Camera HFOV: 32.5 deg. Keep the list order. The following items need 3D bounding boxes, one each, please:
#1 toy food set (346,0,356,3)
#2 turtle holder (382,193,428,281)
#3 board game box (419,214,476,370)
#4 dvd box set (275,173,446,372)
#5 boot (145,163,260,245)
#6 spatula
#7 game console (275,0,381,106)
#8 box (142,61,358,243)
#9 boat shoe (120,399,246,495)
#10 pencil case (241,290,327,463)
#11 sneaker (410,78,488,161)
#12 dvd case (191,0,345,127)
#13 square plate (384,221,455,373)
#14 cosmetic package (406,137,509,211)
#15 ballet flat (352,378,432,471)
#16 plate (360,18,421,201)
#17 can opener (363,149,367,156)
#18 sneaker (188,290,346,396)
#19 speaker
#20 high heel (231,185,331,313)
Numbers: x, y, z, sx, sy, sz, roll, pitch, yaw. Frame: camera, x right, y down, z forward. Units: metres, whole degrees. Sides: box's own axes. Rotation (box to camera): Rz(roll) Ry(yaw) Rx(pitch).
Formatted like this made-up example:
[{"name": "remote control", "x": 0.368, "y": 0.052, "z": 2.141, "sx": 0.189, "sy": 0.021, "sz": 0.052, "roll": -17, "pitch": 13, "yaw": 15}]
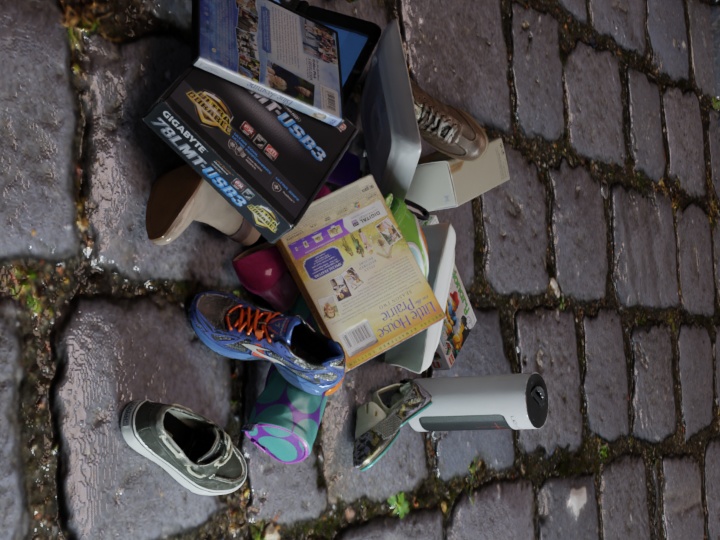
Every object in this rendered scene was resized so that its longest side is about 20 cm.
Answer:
[{"name": "toy food set", "x": -0.034, "y": -0.472, "z": 1.695, "sx": 0.198, "sy": 0.048, "sz": 0.201, "roll": 53, "pitch": 43, "yaw": -41}, {"name": "turtle holder", "x": 0.008, "y": -0.004, "z": 1.587, "sx": 0.132, "sy": 0.141, "sz": 0.186, "roll": 52, "pitch": 57, "yaw": -18}, {"name": "board game box", "x": 0.112, "y": 0.034, "z": 1.869, "sx": 0.126, "sy": 0.034, "sz": 0.201, "roll": -56, "pitch": 131, "yaw": -47}, {"name": "dvd box set", "x": -0.004, "y": 0.002, "z": 1.488, "sx": 0.146, "sy": 0.029, "sz": 0.201, "roll": -28, "pitch": 88, "yaw": -20}, {"name": "boot", "x": -0.164, "y": -0.076, "z": 1.408, "sx": 0.146, "sy": 0.070, "sz": 0.201, "roll": 53, "pitch": 44, "yaw": -44}, {"name": "spatula", "x": 0.021, "y": -0.114, "z": 1.698, "sx": 0.200, "sy": 0.021, "sz": 0.057, "roll": 27, "pitch": 56, "yaw": -34}, {"name": "game console", "x": -0.083, "y": -0.298, "z": 1.524, "sx": 0.171, "sy": 0.118, "sz": 0.200, "roll": 58, "pitch": 40, "yaw": -36}, {"name": "box", "x": -0.117, "y": -0.163, "z": 1.383, "sx": 0.200, "sy": 0.050, "sz": 0.199, "roll": 44, "pitch": 44, "yaw": -13}, {"name": "boat shoe", "x": -0.177, "y": 0.198, "z": 1.350, "sx": 0.200, "sy": 0.063, "sz": 0.071, "roll": 40, "pitch": 53, "yaw": -49}, {"name": "pencil case", "x": -0.078, "y": 0.125, "z": 1.492, "sx": 0.085, "sy": 0.092, "sz": 0.201, "roll": 48, "pitch": 48, "yaw": -41}, {"name": "sneaker", "x": 0.088, "y": -0.216, "z": 1.754, "sx": 0.071, "sy": 0.200, "sz": 0.076, "roll": -59, "pitch": 168, "yaw": 23}, {"name": "dvd case", "x": -0.104, "y": -0.255, "z": 1.408, "sx": 0.199, "sy": 0.018, "sz": 0.143, "roll": 20, "pitch": 50, "yaw": -32}, {"name": "square plate", "x": 0.083, "y": 0.037, "z": 1.674, "sx": 0.028, "sy": 0.200, "sz": 0.199, "roll": 11, "pitch": 88, "yaw": -12}, {"name": "cosmetic package", "x": 0.139, "y": -0.145, "z": 1.876, "sx": 0.200, "sy": 0.105, "sz": 0.071, "roll": -29, "pitch": 108, "yaw": -58}, {"name": "ballet flat", "x": 0.030, "y": 0.204, "z": 1.698, "sx": 0.200, "sy": 0.072, "sz": 0.072, "roll": -37, "pitch": 117, "yaw": -54}, {"name": "plate", "x": 0.034, "y": -0.193, "z": 1.621, "sx": 0.200, "sy": 0.032, "sz": 0.200, "roll": 110, "pitch": -26, "yaw": -63}, {"name": "can opener", "x": 0.039, "y": -0.106, "z": 1.751, "sx": 0.053, "sy": 0.066, "sz": 0.201, "roll": -5, "pitch": 94, "yaw": -60}, {"name": "sneaker", "x": -0.101, "y": 0.070, "z": 1.410, "sx": 0.199, "sy": 0.078, "sz": 0.076, "roll": 23, "pitch": 58, "yaw": -8}, {"name": "speaker", "x": 0.168, "y": 0.190, "z": 1.779, "sx": 0.081, "sy": 0.199, "sz": 0.082, "roll": 14, "pitch": 74, "yaw": -56}, {"name": "high heel", "x": -0.092, "y": -0.051, "z": 1.527, "sx": 0.096, "sy": 0.067, "sz": 0.201, "roll": 47, "pitch": 43, "yaw": -33}]
